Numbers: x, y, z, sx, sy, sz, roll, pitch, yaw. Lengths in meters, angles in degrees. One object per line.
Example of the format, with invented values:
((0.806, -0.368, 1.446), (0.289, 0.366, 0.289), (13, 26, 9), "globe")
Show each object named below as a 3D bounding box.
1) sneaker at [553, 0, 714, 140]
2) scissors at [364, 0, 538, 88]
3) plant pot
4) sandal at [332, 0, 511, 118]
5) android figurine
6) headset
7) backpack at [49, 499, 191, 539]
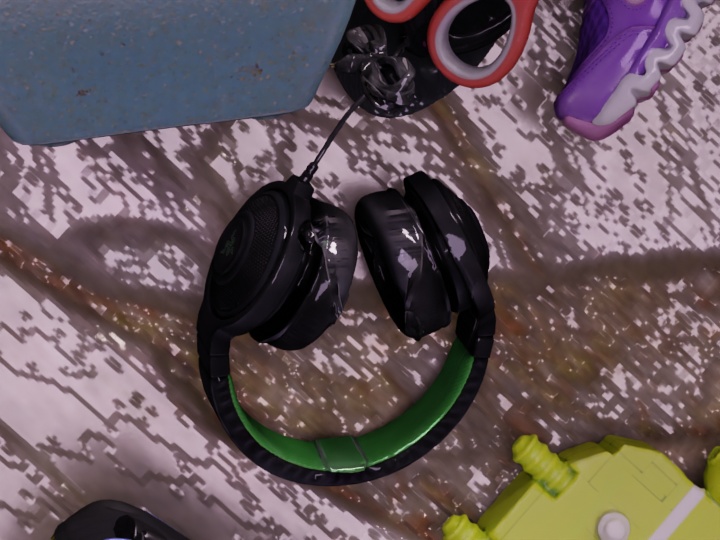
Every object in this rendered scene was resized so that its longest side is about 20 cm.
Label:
((0.118, -0.154, 1.018), (0.088, 0.080, 0.201), (25, 86, -2), "sneaker")
((0.084, -0.138, 0.915), (0.200, 0.014, 0.073), (-34, 96, 32), "scissors")
((-0.089, -0.161, 0.935), (0.194, 0.196, 0.201), (-8, 109, -7), "plant pot")
((0.052, -0.138, 0.971), (0.075, 0.048, 0.201), (30, 116, -19), "sandal")
((0.123, 0.155, 1.060), (0.200, 0.041, 0.182), (44, 88, -11), "android figurine")
((0.000, 0.000, 0.990), (0.123, 0.094, 0.201), (-4, 114, -17), "headset")
((-0.088, 0.215, 0.982), (0.182, 0.147, 0.201), (33, 86, -10), "backpack")
